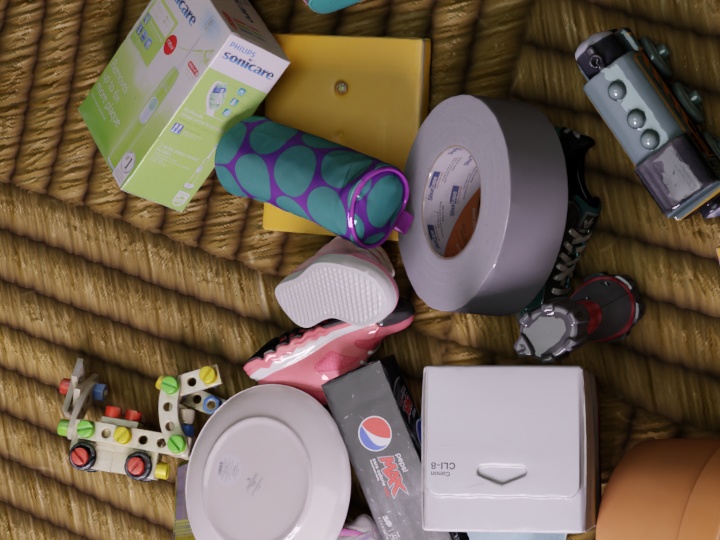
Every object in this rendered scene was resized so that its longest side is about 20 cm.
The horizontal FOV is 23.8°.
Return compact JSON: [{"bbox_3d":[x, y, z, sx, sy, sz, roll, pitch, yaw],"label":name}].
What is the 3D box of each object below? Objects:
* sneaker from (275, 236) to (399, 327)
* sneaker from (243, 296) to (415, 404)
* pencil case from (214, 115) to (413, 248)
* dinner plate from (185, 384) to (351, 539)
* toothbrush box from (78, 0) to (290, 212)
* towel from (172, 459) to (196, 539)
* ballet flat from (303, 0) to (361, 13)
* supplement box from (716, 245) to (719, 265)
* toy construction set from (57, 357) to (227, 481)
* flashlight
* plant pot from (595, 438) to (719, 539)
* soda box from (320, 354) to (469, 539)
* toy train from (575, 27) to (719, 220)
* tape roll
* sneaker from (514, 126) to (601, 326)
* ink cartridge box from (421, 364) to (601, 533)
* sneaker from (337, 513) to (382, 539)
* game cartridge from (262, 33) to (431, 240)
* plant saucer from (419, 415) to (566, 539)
[{"bbox_3d":[0.000,0.000,1.648,0.076,0.104,0.200,59,154,-10],"label":"sneaker"},{"bbox_3d":[-0.019,0.088,1.726,0.199,0.074,0.087,-24,99,27],"label":"sneaker"},{"bbox_3d":[-0.047,-0.088,1.649,0.199,0.092,0.086,24,80,39],"label":"pencil case"},{"bbox_3d":[-0.099,0.213,1.698,0.198,0.024,0.203,-8,75,31],"label":"dinner plate"},{"bbox_3d":[-0.182,-0.187,1.725,0.200,0.086,0.146,-50,46,19],"label":"toothbrush box"},{"bbox_3d":[-0.113,0.233,1.751,0.198,0.023,0.145,-19,50,27],"label":"towel"},{"bbox_3d":[0.032,-0.305,1.664,0.198,0.069,0.072,-8,72,25],"label":"ballet flat"},{"bbox_3d":[0.425,-0.017,1.483,0.198,0.110,0.086,-21,87,24],"label":"supplement box"},{"bbox_3d":[-0.243,0.153,1.802,0.198,0.092,0.133,6,80,24],"label":"toy construction set"},{"bbox_3d":[0.202,0.041,1.539,0.067,0.200,0.068,14,99,21],"label":"flashlight"},{"bbox_3d":[0.303,0.233,1.526,0.139,0.199,0.202,12,100,39],"label":"plant pot"},{"bbox_3d":[0.035,0.188,1.654,0.070,0.063,0.202,-23,87,15],"label":"soda box"},{"bbox_3d":[0.266,-0.134,1.542,0.085,0.114,0.201,-35,81,22],"label":"toy train"},{"bbox_3d":[0.110,-0.060,1.586,0.200,0.066,0.203,-20,68,60],"label":"tape roll"},{"bbox_3d":[0.185,-0.035,1.610,0.079,0.071,0.203,1,94,28],"label":"sneaker"},{"bbox_3d":[0.140,0.161,1.536,0.144,0.200,0.146,-1,84,11],"label":"ink cartridge box"},{"bbox_3d":[-0.049,0.277,1.745,0.198,0.081,0.089,8,70,35],"label":"sneaker"},{"bbox_3d":[-0.015,-0.135,1.716,0.174,0.032,0.202,6,100,24],"label":"game cartridge"},{"bbox_3d":[0.116,0.228,1.684,0.199,0.039,0.204,2,95,24],"label":"plant saucer"}]
